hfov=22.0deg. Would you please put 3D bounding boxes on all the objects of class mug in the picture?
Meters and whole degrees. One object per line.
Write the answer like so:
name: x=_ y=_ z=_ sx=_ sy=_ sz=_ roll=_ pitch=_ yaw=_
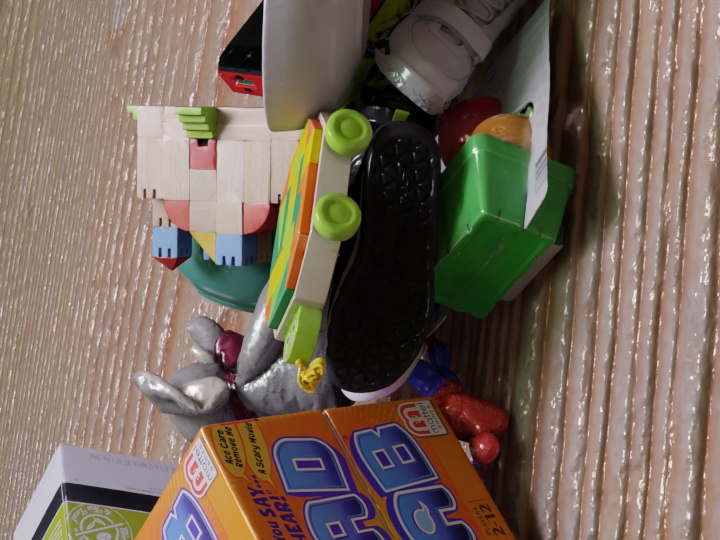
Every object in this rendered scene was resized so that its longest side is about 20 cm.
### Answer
mug: x=-0.092 y=-0.025 z=1.621 sx=0.185 sy=0.151 sz=0.115 roll=-59 pitch=-16 yaw=-77

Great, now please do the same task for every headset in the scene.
headset: x=0.010 y=-0.108 z=1.504 sx=0.200 sy=0.093 sz=0.124 roll=115 pitch=172 yaw=-51

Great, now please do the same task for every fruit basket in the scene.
fruit basket: x=0.098 y=-0.074 z=1.365 sx=0.185 sy=0.093 sz=0.201 roll=-51 pitch=20 yaw=44

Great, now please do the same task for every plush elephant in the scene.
plush elephant: x=-0.085 y=0.082 z=1.452 sx=0.165 sy=0.154 sz=0.201 roll=66 pitch=-156 yaw=-51

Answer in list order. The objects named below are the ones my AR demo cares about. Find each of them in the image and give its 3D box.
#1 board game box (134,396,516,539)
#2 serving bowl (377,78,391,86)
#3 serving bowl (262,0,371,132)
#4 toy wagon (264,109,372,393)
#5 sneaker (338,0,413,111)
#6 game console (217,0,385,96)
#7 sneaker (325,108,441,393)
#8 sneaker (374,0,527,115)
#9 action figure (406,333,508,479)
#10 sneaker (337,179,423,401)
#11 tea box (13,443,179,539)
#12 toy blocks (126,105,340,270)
board game box: x=-0.024 y=0.234 z=1.259 sx=0.200 sy=0.199 sz=0.200 roll=59 pitch=134 yaw=30
serving bowl: x=-0.027 y=-0.216 z=1.679 sx=0.200 sy=0.065 sz=0.202 roll=-39 pitch=45 yaw=54
serving bowl: x=-0.027 y=-0.199 z=1.352 sx=0.200 sy=0.065 sz=0.202 roll=5 pitch=-90 yaw=-87
toy wagon: x=-0.035 y=-0.012 z=1.296 sx=0.155 sy=0.039 sz=0.201 roll=117 pitch=163 yaw=-58
sneaker: x=-0.026 y=-0.171 z=1.561 sx=0.083 sy=0.074 sz=0.201 roll=39 pitch=108 yaw=20
game console: x=-0.034 y=-0.219 z=1.547 sx=0.177 sy=0.031 sz=0.200 roll=-52 pitch=25 yaw=-9
sneaker: x=0.019 y=-0.013 z=1.319 sx=0.083 sy=0.071 sz=0.202 roll=-140 pitch=62 yaw=-80
sneaker: x=0.079 y=-0.196 z=1.375 sx=0.115 sy=0.075 sz=0.200 roll=-49 pitch=5 yaw=29
action figure: x=0.050 y=0.111 z=1.380 sx=0.100 sy=0.065 sz=0.200 roll=-65 pitch=26 yaw=11
sneaker: x=0.000 y=0.000 z=1.389 sx=0.073 sy=0.112 sz=0.201 roll=-16 pitch=30 yaw=18
tea box: x=-0.192 y=0.282 z=1.654 sx=0.134 sy=0.199 sz=0.198 roll=-58 pitch=32 yaw=35
toy blocks: x=-0.106 y=-0.065 z=1.513 sx=0.198 sy=0.100 sz=0.138 roll=3 pitch=96 yaw=25
